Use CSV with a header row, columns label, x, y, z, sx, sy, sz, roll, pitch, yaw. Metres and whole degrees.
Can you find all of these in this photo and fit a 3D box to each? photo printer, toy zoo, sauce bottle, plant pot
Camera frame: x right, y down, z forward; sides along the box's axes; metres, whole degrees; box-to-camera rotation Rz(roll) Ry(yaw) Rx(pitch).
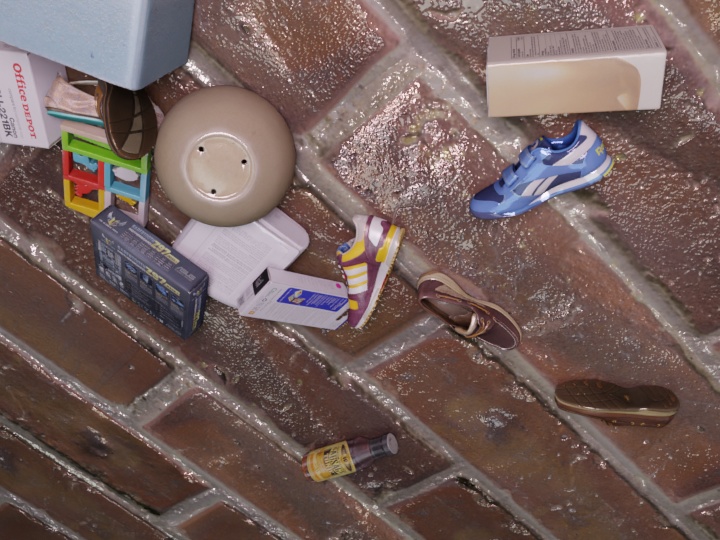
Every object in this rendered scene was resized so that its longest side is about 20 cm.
label,x,y,z,sx,sy,sz,roll,pitch,yaw
photo printer,-0.202,-0.032,1.122,0.166,0.069,0.200,36,125,-15
toy zoo,-0.395,-0.135,1.097,0.131,0.020,0.200,17,137,-6
sauce bottle,-0.022,0.362,1.379,0.200,0.066,0.066,-26,117,25
plant pot,-0.304,-0.361,0.838,0.196,0.196,0.200,21,117,-4
plant pot,-0.185,-0.147,0.948,0.200,0.134,0.200,-2,104,-7

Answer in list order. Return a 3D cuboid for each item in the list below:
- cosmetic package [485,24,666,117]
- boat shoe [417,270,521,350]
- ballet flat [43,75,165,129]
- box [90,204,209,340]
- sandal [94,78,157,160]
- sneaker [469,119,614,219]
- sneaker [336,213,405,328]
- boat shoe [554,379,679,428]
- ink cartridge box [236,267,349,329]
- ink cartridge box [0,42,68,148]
label,x,y,z,sx,sy,sz,roll,pitch,yaw
cosmetic package,0.255,-0.242,0.855,0.200,0.105,0.071,0,126,13
boat shoe,0.172,0.080,1.125,0.200,0.072,0.072,35,125,-14
ballet flat,-0.341,-0.230,1.003,0.200,0.068,0.067,13,87,-22
box,-0.339,0.006,1.133,0.200,0.051,0.158,34,145,8
sandal,-0.330,-0.230,0.946,0.055,0.082,0.200,-31,72,31
sneaker,0.235,-0.136,0.959,0.200,0.074,0.082,-25,116,18
sneaker,0.000,0.000,1.110,0.090,0.075,0.200,24,121,4
boat shoe,0.426,0.233,1.185,0.200,0.072,0.068,4,125,5
ink cartridge box,-0.093,0.050,1.150,0.200,0.037,0.095,15,134,-39
ink cartridge box,-0.531,-0.266,1.010,0.200,0.084,0.144,7,127,5
